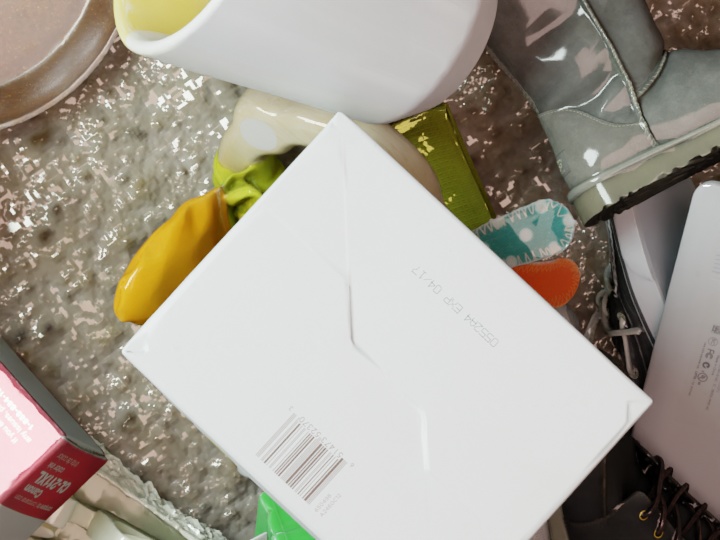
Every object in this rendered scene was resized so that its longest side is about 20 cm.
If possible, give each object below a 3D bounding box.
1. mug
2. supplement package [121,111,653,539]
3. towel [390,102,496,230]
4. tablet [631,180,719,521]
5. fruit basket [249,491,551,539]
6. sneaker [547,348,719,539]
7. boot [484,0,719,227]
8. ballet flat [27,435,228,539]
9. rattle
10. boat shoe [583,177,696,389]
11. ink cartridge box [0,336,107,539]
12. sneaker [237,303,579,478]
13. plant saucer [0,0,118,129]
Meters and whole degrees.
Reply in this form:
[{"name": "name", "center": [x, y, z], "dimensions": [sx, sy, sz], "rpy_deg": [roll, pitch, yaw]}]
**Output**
[{"name": "mug", "center": [-0.022, -0.154, 1.329], "dimensions": [0.153, 0.187, 0.150], "rpy_deg": [24, 110, -29]}, {"name": "supplement package", "center": [0.010, 0.052, 1.298], "dimensions": [0.200, 0.111, 0.156], "rpy_deg": [43, 87, 1]}, {"name": "towel", "center": [0.047, 0.015, 1.477], "dimensions": [0.086, 0.018, 0.201], "rpy_deg": [-24, 102, -5]}, {"name": "tablet", "center": [0.217, 0.053, 1.411], "dimensions": [0.130, 0.014, 0.201], "rpy_deg": [15, 124, 7]}, {"name": "fruit basket", "center": [0.016, 0.172, 1.444], "dimensions": [0.185, 0.094, 0.200], "rpy_deg": [-20, 146, -4]}, {"name": "sneaker", "center": [0.156, 0.122, 1.425], "dimensions": [0.106, 0.075, 0.200], "rpy_deg": [7, 133, 16]}, {"name": "boot", "center": [0.136, -0.145, 1.395], "dimensions": [0.181, 0.073, 0.200], "rpy_deg": [-25, 79, -11]}, {"name": "ballet flat", "center": [-0.141, 0.131, 1.443], "dimensions": [0.200, 0.072, 0.072], "rpy_deg": [29, 94, -11]}, {"name": "rattle", "center": [0.000, 0.000, 1.381], "dimensions": [0.200, 0.143, 0.130], "rpy_deg": [32, 126, 3]}, {"name": "boat shoe", "center": [0.159, 0.022, 1.469], "dimensions": [0.074, 0.068, 0.200], "rpy_deg": [-48, 122, -44]}, {"name": "ink cartridge box", "center": [-0.255, 0.110, 1.386], "dimensions": [0.200, 0.083, 0.146], "rpy_deg": [-44, 76, 0]}, {"name": "sneaker", "center": [0.017, 0.046, 1.440], "dimensions": [0.200, 0.070, 0.081], "rpy_deg": [-18, 98, 5]}, {"name": "plant saucer", "center": [-0.215, -0.170, 1.399], "dimensions": [0.199, 0.034, 0.201], "rpy_deg": [-1, 98, -9]}]
